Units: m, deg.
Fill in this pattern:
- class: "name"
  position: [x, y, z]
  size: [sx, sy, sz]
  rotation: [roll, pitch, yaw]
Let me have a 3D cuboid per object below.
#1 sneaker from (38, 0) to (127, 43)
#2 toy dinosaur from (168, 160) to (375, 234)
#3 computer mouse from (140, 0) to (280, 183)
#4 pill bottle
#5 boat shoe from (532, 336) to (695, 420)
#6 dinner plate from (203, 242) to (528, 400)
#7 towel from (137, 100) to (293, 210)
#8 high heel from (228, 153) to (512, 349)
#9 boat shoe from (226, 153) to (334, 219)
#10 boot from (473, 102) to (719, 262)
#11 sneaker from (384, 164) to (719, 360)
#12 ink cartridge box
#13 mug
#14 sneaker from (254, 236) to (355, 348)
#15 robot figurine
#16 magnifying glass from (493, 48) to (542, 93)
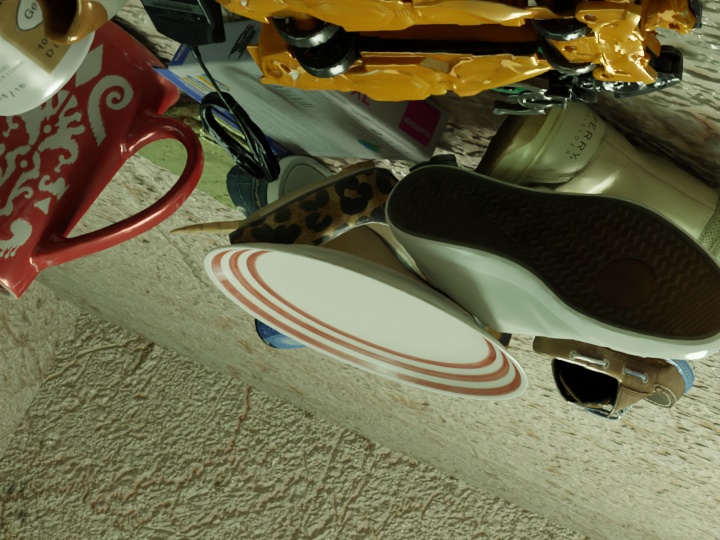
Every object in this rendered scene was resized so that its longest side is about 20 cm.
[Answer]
- class: "sneaker"
  position: [-0.181, -0.194, 0.784]
  size: [0.073, 0.085, 0.200]
  rotation: [16, 153, 45]
- class: "toy dinosaur"
  position: [-0.040, -0.044, 1.237]
  size: [0.200, 0.060, 0.106]
  rotation: [-21, 125, 38]
- class: "computer mouse"
  position: [-0.087, -0.132, 0.938]
  size: [0.059, 0.034, 0.200]
  rotation: [17, 146, 35]
- class: "pill bottle"
  position: [-0.272, -0.194, 1.009]
  size: [0.114, 0.115, 0.200]
  rotation: [19, 167, 39]
- class: "boat shoe"
  position: [0.170, 0.063, 1.108]
  size: [0.072, 0.072, 0.200]
  rotation: [17, 167, 42]
- class: "dinner plate"
  position: [0.005, 0.025, 0.908]
  size: [0.200, 0.024, 0.200]
  rotation: [21, 165, 6]
- class: "towel"
  position: [-0.112, -0.094, 1.307]
  size: [0.148, 0.037, 0.200]
  rotation: [32, 166, -26]
- class: "high heel"
  position: [0.016, 0.009, 0.982]
  size: [0.200, 0.143, 0.071]
  rotation: [-15, 173, -41]
- class: "boat shoe"
  position: [-0.025, -0.018, 1.146]
  size: [0.062, 0.075, 0.200]
  rotation: [7, 160, 38]
- class: "boot"
  position: [0.136, -0.025, 0.904]
  size: [0.155, 0.073, 0.200]
  rotation: [28, 160, -1]
- class: "sneaker"
  position: [0.110, 0.005, 0.824]
  size: [0.200, 0.073, 0.085]
  rotation: [24, 157, 34]
- class: "ink cartridge box"
  position: [-0.044, -0.116, 1.019]
  size: [0.119, 0.042, 0.200]
  rotation: [32, 166, -29]
- class: "mug"
  position: [-0.230, -0.084, 1.163]
  size: [0.177, 0.200, 0.133]
  rotation: [22, 162, 40]
- class: "sneaker"
  position: [0.000, 0.000, 1.081]
  size: [0.089, 0.200, 0.079]
  rotation: [-35, 81, 44]
- class: "robot figurine"
  position: [0.039, -0.114, 0.646]
  size: [0.200, 0.058, 0.145]
  rotation: [2, 161, 17]
- class: "magnifying glass"
  position: [0.018, -0.130, 0.844]
  size: [0.200, 0.022, 0.080]
  rotation: [20, 167, 40]
